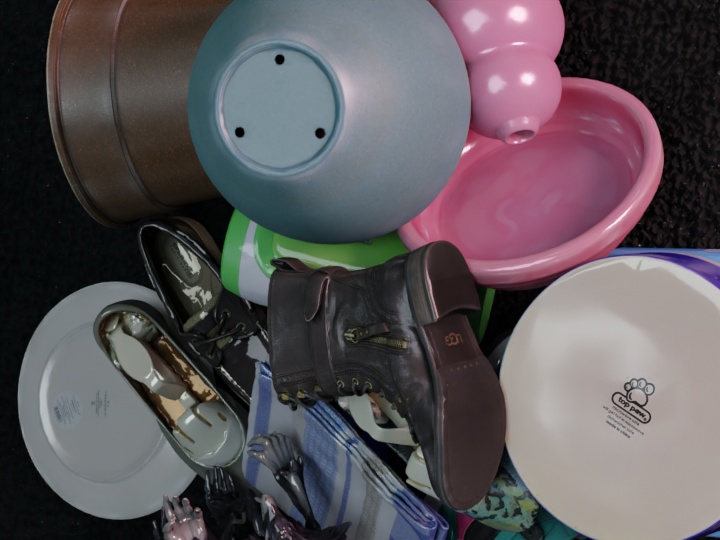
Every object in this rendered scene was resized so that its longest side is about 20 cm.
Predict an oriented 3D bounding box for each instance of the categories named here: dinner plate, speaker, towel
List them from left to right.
[{"bbox_3d":[-0.211,0.109,1.658,0.200,0.024,0.201,-1,89,28],"label":"dinner plate"},{"bbox_3d":[-0.018,0.170,1.479,0.200,0.024,0.147,42,143,27],"label":"towel"},{"bbox_3d":[0.000,0.000,1.492,0.200,0.088,0.089,12,95,9],"label":"speaker"}]

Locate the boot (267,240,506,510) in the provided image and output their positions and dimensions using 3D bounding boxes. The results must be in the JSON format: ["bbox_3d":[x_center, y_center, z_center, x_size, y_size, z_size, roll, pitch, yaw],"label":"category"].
[{"bbox_3d":[0.009,0.076,1.388,0.174,0.069,0.200,-15,79,41],"label":"boot"}]

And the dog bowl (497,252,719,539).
[{"bbox_3d":[0.197,0.087,1.348,0.200,0.079,0.200,0,91,28],"label":"dog bowl"}]

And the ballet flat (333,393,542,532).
[{"bbox_3d":[0.044,0.124,1.423,0.200,0.074,0.074,40,107,36],"label":"ballet flat"}]

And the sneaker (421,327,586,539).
[{"bbox_3d":[0.118,0.153,1.453,0.121,0.084,0.200,28,110,30],"label":"sneaker"}]

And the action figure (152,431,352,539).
[{"bbox_3d":[-0.089,0.186,1.460,0.200,0.119,0.102,-5,111,62],"label":"action figure"}]

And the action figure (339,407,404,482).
[{"bbox_3d":[-0.016,0.122,1.516,0.065,0.099,0.200,-15,79,42],"label":"action figure"}]

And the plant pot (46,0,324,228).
[{"bbox_3d":[-0.108,-0.139,1.525,0.198,0.200,0.201,-4,87,18],"label":"plant pot"}]

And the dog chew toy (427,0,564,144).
[{"bbox_3d":[0.093,-0.184,1.437,0.124,0.124,0.200,-24,65,25],"label":"dog chew toy"}]

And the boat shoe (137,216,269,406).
[{"bbox_3d":[-0.117,0.040,1.586,0.073,0.065,0.200,-46,71,17],"label":"boat shoe"}]

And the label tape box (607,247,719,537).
[{"bbox_3d":[0.248,0.085,1.402,0.143,0.066,0.200,2,93,27],"label":"label tape box"}]

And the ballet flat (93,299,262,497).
[{"bbox_3d":[-0.144,0.106,1.583,0.067,0.064,0.200,-42,81,9],"label":"ballet flat"}]

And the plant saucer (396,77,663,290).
[{"bbox_3d":[0.123,-0.057,1.426,0.200,0.051,0.201,-14,42,13],"label":"plant saucer"}]

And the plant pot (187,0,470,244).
[{"bbox_3d":[-0.036,-0.111,1.349,0.200,0.135,0.200,2,97,15],"label":"plant pot"}]
